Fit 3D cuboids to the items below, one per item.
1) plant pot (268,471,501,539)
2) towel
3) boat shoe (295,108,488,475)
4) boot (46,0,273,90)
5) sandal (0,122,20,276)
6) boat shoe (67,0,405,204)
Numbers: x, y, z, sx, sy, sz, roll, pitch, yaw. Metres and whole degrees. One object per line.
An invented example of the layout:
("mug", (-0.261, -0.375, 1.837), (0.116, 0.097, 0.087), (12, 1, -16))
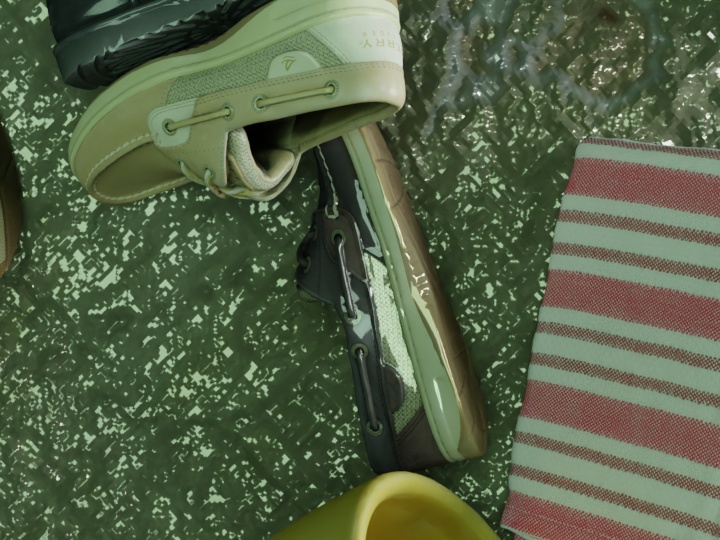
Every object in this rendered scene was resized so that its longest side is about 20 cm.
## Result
("plant pot", (-0.018, 0.218, 1.102), (0.188, 0.201, 0.202), (-29, 87, 23))
("towel", (0.134, 0.042, 1.115), (0.146, 0.030, 0.201), (13, 93, 51))
("boat shoe", (0.000, 0.000, 1.149), (0.064, 0.072, 0.201), (-21, 89, 8))
("boot", (-0.092, -0.204, 1.123), (0.164, 0.066, 0.201), (-19, 80, -2))
("sandal", (-0.222, -0.081, 1.178), (0.054, 0.080, 0.201), (-30, 85, 22))
("boat shoe", (-0.059, -0.065, 1.120), (0.199, 0.072, 0.065), (-25, 68, 36))
